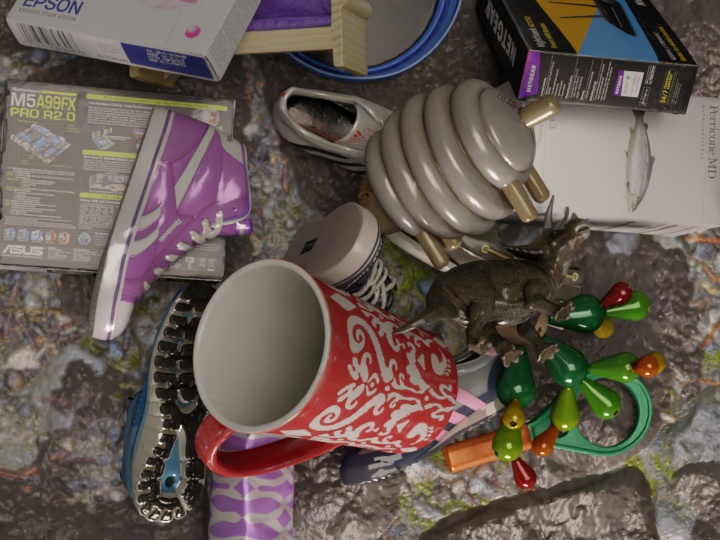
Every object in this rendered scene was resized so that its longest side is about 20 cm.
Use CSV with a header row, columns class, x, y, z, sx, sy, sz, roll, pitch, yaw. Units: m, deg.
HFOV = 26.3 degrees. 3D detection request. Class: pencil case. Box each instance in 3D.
class,x,y,z,sx,sy,sz,roll,pitch,yaw
pencil case,-0.087,0.179,1.317,0.085,0.084,0.202,2,85,-1

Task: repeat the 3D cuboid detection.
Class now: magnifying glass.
class,x,y,z,sx,sy,sz,roll,pitch,yaw
magnifying glass,0.171,0.144,1.403,0.199,0.022,0.080,-15,89,-13

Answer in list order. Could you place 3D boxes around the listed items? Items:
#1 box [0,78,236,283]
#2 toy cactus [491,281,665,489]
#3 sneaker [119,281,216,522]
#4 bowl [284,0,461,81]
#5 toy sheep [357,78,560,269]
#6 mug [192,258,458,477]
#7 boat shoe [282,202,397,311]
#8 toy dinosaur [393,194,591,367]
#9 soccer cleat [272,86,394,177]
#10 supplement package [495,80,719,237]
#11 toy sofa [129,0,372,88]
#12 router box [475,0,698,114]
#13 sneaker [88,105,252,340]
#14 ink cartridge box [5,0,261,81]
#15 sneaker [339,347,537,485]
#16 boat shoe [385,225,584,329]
class,x,y,z,sx,sy,sz,roll,pitch,yaw
box,-0.211,-0.075,1.332,0.198,0.044,0.161,4,85,-11
toy cactus,0.163,0.071,1.320,0.200,0.102,0.165,-45,96,-5
sneaker,-0.167,0.104,1.301,0.078,0.090,0.201,15,91,-36
bowl,-0.006,-0.267,1.385,0.199,0.039,0.202,1,86,-10
toy sheep,0.080,-0.087,1.259,0.199,0.138,0.138,-29,92,23
mug,-0.036,0.085,1.243,0.177,0.200,0.134,-24,64,30
boat shoe,0.000,0.000,1.292,0.092,0.200,0.075,32,80,-14
toy dinosaur,0.108,0.024,1.260,0.199,0.077,0.102,-20,50,-17
soccer cleat,0.016,-0.110,1.343,0.199,0.085,0.069,23,84,2
supplement package,0.211,-0.098,1.375,0.198,0.117,0.118,3,86,-11
toy sofa,-0.095,-0.211,1.304,0.199,0.083,0.098,-1,91,16
router box,0.191,-0.203,1.342,0.148,0.200,0.051,4,120,-10
sneaker,-0.151,-0.026,1.283,0.114,0.073,0.202,21,83,-12
ink cartridge box,-0.165,-0.258,1.279,0.195,0.043,0.201,12,64,23
sneaker,0.056,0.114,1.357,0.199,0.070,0.082,-30,98,-19
boat shoe,0.106,-0.016,1.371,0.201,0.072,0.061,27,93,-14
